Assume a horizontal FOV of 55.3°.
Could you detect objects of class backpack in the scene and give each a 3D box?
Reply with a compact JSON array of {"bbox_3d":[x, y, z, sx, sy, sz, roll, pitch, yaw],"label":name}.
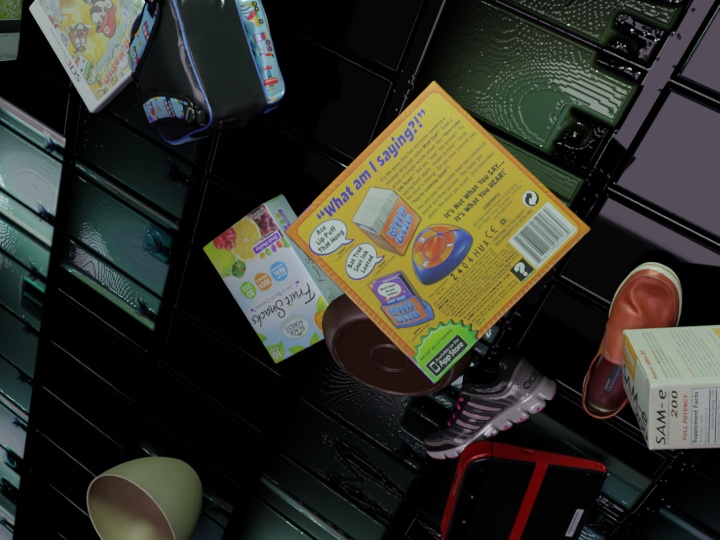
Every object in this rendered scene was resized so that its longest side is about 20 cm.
[{"bbox_3d":[-0.208,-0.255,0.868,0.200,0.134,0.183,-4,106,57],"label":"backpack"}]

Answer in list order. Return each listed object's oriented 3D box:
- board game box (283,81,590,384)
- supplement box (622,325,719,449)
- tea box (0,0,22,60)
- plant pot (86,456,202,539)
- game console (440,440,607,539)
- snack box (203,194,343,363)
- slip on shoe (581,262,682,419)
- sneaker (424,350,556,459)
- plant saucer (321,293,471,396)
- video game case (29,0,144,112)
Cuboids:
[{"bbox_3d":[0.075,-0.030,0.720,0.200,0.200,0.200,-45,84,1],"label":"board game box"},{"bbox_3d":[0.370,0.109,0.669,0.200,0.126,0.074,-4,108,12],"label":"supplement box"},{"bbox_3d":[-0.626,-0.443,1.027,0.200,0.134,0.197,32,122,14],"label":"tea box"},{"bbox_3d":[-0.357,0.408,1.210,0.200,0.134,0.200,11,114,25],"label":"plant pot"},{"bbox_3d":[0.203,0.305,0.888,0.177,0.031,0.200,8,123,-1],"label":"game console"},{"bbox_3d":[-0.115,0.015,0.973,0.142,0.053,0.200,-30,93,35],"label":"snack box"},{"bbox_3d":[0.300,0.085,0.769,0.074,0.061,0.200,26,118,20],"label":"slip on shoe"},{"bbox_3d":[0.149,0.168,0.880,0.200,0.074,0.087,-40,85,31],"label":"sneaker"},{"bbox_3d":[0.041,0.103,0.886,0.200,0.035,0.200,12,137,11],"label":"plant saucer"},{"bbox_3d":[-0.378,-0.357,0.991,0.200,0.023,0.182,-27,95,33],"label":"video game case"}]
